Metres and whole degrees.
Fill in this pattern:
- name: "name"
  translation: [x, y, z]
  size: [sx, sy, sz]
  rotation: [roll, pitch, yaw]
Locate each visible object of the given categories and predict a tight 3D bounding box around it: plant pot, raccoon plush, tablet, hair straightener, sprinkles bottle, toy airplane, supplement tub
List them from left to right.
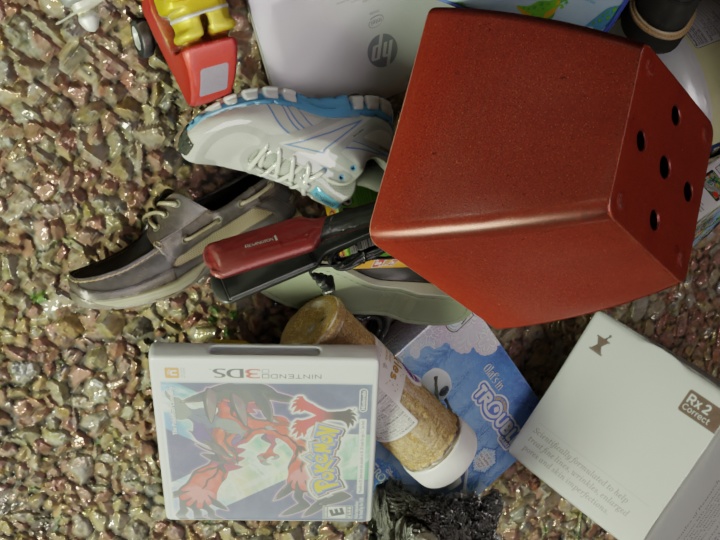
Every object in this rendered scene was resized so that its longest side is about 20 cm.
- name: "toy airplane"
  translation: [-0.124, -0.234, 0.848]
  size: [0.199, 0.141, 0.200]
  rotation: [30, 95, -33]
- name: "hair straightener"
  translation: [-0.024, -0.020, 0.966]
  size: [0.200, 0.041, 0.077]
  rotation: [-23, 146, -15]
- name: "tablet"
  translation: [0.011, -0.201, 1.009]
  size: [0.200, 0.014, 0.130]
  rotation: [-24, 120, -16]
- name: "sprinkles bottle"
  translation: [0.018, 0.107, 1.059]
  size: [0.068, 0.068, 0.200]
  rotation: [-46, 118, -3]
- name: "raccoon plush"
  translation: [0.086, 0.248, 1.088]
  size: [0.134, 0.200, 0.097]
  rotation: [3, 98, -13]
- name: "plant pot"
  translation: [0.154, -0.075, 0.939]
  size: [0.200, 0.176, 0.200]
  rotation: [34, 66, -47]
- name: "supplement tub"
  translation: [0.297, -0.172, 1.091]
  size: [0.200, 0.145, 0.145]
  rotation: [-23, 119, -18]

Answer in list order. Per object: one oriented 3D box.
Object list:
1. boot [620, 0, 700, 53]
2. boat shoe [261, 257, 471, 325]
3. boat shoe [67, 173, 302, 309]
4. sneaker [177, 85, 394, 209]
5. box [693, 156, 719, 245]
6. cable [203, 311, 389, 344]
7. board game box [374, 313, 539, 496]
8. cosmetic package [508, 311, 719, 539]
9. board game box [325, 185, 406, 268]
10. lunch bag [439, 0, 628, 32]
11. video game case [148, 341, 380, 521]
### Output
- name: "boot"
  translation: [0.276, -0.289, 0.989]
  size: [0.077, 0.138, 0.200]
  rotation: [15, 60, -6]
- name: "boat shoe"
  translation: [0.000, 0.000, 1.061]
  size: [0.201, 0.061, 0.072]
  rotation: [11, 147, -19]
- name: "boat shoe"
  translation: [-0.142, -0.031, 0.974]
  size: [0.200, 0.074, 0.073]
  rotation: [-24, 111, -27]
- name: "sneaker"
  translation: [-0.044, -0.089, 0.956]
  size: [0.200, 0.087, 0.075]
  rotation: [-6, 157, -35]
- name: "box"
  translation: [0.296, -0.046, 1.132]
  size: [0.110, 0.200, 0.035]
  rotation: [-34, 77, -10]
- name: "cable"
  translation: [-0.061, 0.089, 1.069]
  size: [0.200, 0.050, 0.097]
  rotation: [-10, 117, -22]
- name: "board game box"
  translation: [0.062, 0.143, 1.162]
  size: [0.199, 0.043, 0.200]
  rotation: [-42, 123, -7]
- name: "cosmetic package"
  translation: [0.283, 0.166, 1.184]
  size: [0.200, 0.165, 0.165]
  rotation: [25, 98, -52]
- name: "board game box"
  translation: [0.065, -0.051, 1.059]
  size: [0.200, 0.030, 0.096]
  rotation: [-3, 67, -25]
- name: "lunch bag"
  translation: [0.131, -0.271, 0.953]
  size: [0.200, 0.083, 0.161]
  rotation: [18, 122, -25]
- name: "video game case"
  translation: [-0.078, 0.139, 1.026]
  size: [0.182, 0.023, 0.200]
  rotation: [1, 130, -1]
